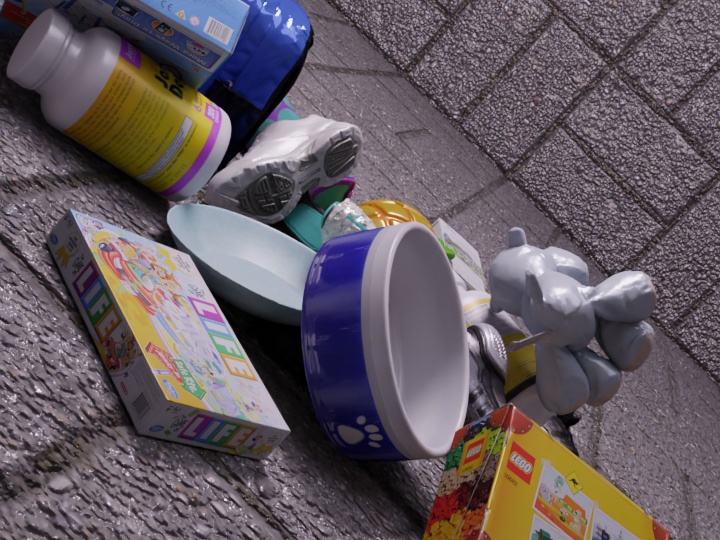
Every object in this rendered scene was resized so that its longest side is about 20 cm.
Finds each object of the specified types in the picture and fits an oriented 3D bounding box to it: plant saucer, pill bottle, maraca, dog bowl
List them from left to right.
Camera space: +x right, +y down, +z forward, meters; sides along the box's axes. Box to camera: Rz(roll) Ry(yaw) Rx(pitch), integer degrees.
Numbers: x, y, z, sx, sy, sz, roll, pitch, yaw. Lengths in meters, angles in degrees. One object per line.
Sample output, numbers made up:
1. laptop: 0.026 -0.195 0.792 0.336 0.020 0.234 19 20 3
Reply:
1. pill bottle: -0.225 -0.156 1.076 0.199 0.104 0.105 34 18 -33
2. plant saucer: -0.093 0.004 1.063 0.199 0.039 0.201 26 17 -8
3. dog bowl: 0.026 0.063 0.996 0.200 0.078 0.203 -9 90 -66
4. maraca: 0.042 -0.033 1.407 0.136 0.108 0.200 31 20 19
5. pill bottle: 0.134 0.096 1.313 0.201 0.112 0.112 52 17 29

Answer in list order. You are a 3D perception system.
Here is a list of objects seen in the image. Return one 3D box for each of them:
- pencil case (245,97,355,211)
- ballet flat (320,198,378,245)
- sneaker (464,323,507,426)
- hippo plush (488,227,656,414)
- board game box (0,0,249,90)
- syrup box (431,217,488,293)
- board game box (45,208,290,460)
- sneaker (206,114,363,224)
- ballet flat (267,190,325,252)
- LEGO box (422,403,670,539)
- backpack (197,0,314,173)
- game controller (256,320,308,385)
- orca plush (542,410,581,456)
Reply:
1. pencil case: -0.087 -0.148 1.449 0.092 0.085 0.201 0 43 -45
2. ballet flat: 0.000 0.000 1.194 0.072 0.071 0.200 50 -11 24
3. sneaker: 0.101 0.148 1.174 0.112 0.076 0.202 3 60 -22
4. hippo plush: 0.198 0.051 1.229 0.198 0.161 0.161 3 20 -28
5. board game box: -0.233 -0.241 1.099 0.199 0.056 0.195 28 -23 -20
6. syrup box: 0.113 0.010 1.545 0.079 0.081 0.200 41 15 -14
7. board game box: -0.147 0.048 0.869 0.134 0.034 0.201 25 24 -51
8. sneaker: -0.096 -0.115 1.262 0.199 0.079 0.099 -27 42 -34
9. ballet flat: -0.075 -0.059 1.299 0.073 0.073 0.200 25 18 -49
10. LEGO box: 0.155 0.234 0.950 0.199 0.077 0.150 39 46 -16
11. backpack: -0.157 -0.239 1.289 0.167 0.200 0.163 35 18 -28
12. game controller: -0.040 0.064 1.112 0.104 0.042 0.200 29 15 0
13. orca plush: 0.233 0.193 1.386 0.105 0.071 0.200 38 16 -20
